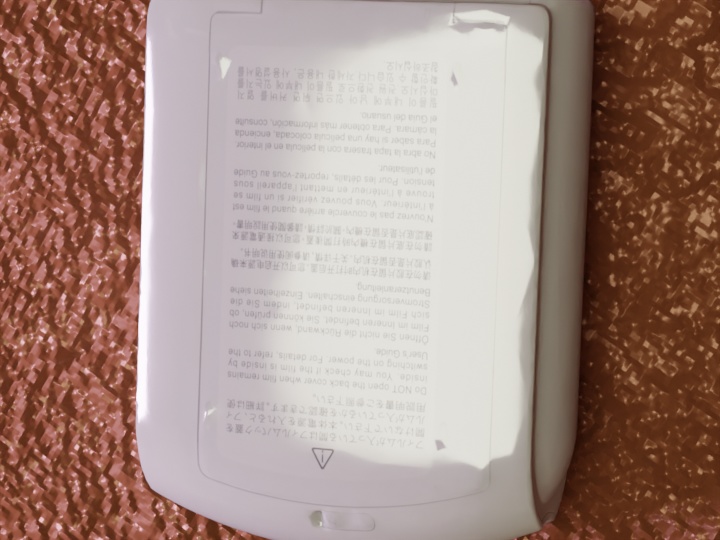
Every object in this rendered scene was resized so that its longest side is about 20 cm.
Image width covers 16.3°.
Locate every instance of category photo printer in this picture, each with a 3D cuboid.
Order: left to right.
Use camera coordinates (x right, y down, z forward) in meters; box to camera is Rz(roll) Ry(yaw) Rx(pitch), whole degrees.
[{"bbox_3d":[0.000,0.000,0.899,0.165,0.069,0.202,3,95,19],"label":"photo printer"}]
